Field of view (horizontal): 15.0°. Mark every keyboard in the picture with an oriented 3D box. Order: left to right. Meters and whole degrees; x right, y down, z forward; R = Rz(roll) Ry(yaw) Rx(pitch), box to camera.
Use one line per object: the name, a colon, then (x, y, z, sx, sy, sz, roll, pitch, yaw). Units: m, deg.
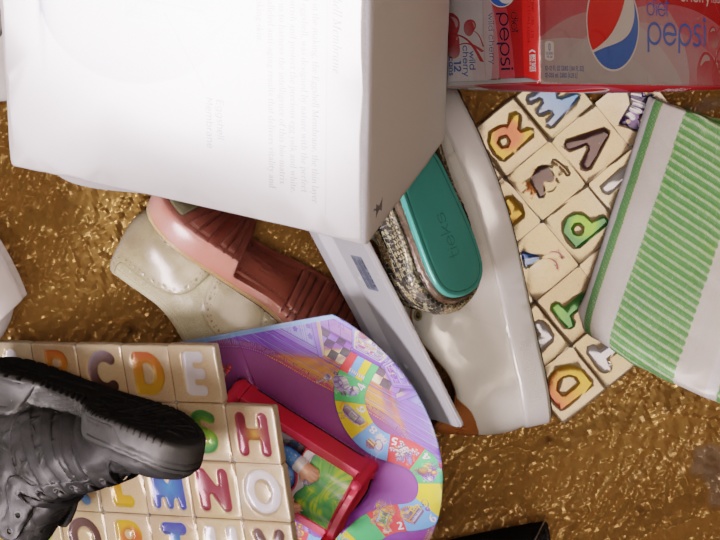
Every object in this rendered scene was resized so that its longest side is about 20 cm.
keyboard: (0.000, 0.000, 1.505, 0.011, 0.056, 0.200, -37, 111, -25)

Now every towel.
towel: (0.219, 0.001, 1.512, 0.200, 0.023, 0.153, 24, 99, 36)

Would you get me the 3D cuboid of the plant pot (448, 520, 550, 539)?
plant pot: (0.016, 0.265, 1.539, 0.177, 0.200, 0.201, -5, 98, 13)

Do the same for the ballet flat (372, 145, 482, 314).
ballet flat: (0.012, -0.072, 1.490, 0.068, 0.075, 0.201, -20, 100, -36)

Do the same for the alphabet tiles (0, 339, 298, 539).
alphabet tiles: (-0.121, 0.121, 1.546, 0.199, 0.008, 0.168, 0, 104, 34)

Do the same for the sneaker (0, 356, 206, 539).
sneaker: (-0.170, 0.113, 1.531, 0.199, 0.060, 0.105, 18, 104, 36)

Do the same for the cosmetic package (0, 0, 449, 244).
cosmetic package: (-0.064, -0.144, 1.361, 0.199, 0.123, 0.200, 14, 125, 19)

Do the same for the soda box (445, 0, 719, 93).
soda box: (0.128, -0.130, 1.470, 0.063, 0.200, 0.070, 0, 93, 39)

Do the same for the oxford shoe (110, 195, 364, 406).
oxford shoe: (-0.054, 0.033, 1.570, 0.200, 0.071, 0.074, 42, 117, -2)

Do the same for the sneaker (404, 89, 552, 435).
sneaker: (0.048, 0.000, 1.545, 0.084, 0.073, 0.201, -13, 99, 0)

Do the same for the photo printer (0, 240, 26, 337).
photo printer: (-0.302, 0.019, 1.561, 0.200, 0.069, 0.166, -42, 95, 6)

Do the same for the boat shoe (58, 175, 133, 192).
boat shoe: (-0.076, -0.082, 1.528, 0.199, 0.072, 0.066, 7, 138, -5)

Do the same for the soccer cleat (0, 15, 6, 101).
soccer cleat: (-0.194, -0.194, 1.535, 0.085, 0.069, 0.201, -1, 101, -8)

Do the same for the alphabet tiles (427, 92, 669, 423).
alphabet tiles: (0.115, -0.016, 1.582, 0.200, 0.006, 0.167, -39, 96, 6)

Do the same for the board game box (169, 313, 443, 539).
board game box: (-0.053, 0.113, 1.543, 0.199, 0.039, 0.159, -10, 110, 28)
